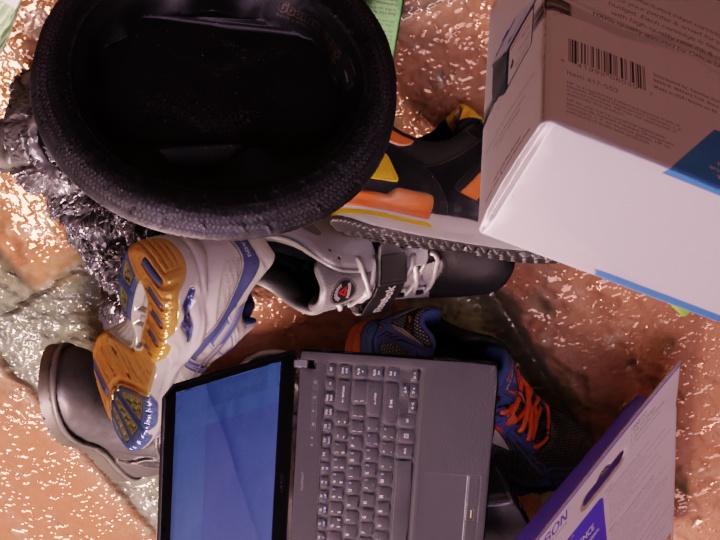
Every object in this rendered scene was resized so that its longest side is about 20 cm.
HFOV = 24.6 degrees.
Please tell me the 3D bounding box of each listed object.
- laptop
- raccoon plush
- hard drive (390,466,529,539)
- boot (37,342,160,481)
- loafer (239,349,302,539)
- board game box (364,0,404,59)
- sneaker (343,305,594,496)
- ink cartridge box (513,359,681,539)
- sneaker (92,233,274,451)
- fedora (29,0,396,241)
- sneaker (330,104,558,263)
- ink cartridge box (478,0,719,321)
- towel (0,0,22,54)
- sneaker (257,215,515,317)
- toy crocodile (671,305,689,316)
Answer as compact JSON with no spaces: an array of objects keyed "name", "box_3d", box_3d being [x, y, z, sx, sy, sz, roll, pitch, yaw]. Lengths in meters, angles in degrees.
[{"name":"laptop","box_3d":[-0.019,0.147,1.017,0.200,0.103,0.178,4,105,1]},{"name":"raccoon plush","box_3d":[-0.184,-0.032,1.042,0.134,0.097,0.200,24,128,-5]},{"name":"hard drive","box_3d":[0.062,0.202,1.163,0.135,0.042,0.200,-9,143,10]},{"name":"boot","box_3d":[-0.099,0.092,1.130,0.200,0.073,0.182,-4,156,17]},{"name":"loafer","box_3d":[-0.050,0.150,1.097,0.072,0.063,0.200,-4,120,-5]},{"name":"board game box","box_3d":[-0.076,-0.154,0.971,0.200,0.023,0.105,9,129,-2]},{"name":"sneaker","box_3d":[0.085,0.089,1.113,0.200,0.075,0.078,30,141,-23]},{"name":"ink cartridge box","box_3d":[0.152,0.181,1.119,0.043,0.198,0.200,24,140,30]},{"name":"sneaker","box_3d":[-0.104,0.043,1.003,0.088,0.075,0.200,-19,158,-30]},{"name":"fedora","box_3d":[-0.081,-0.092,0.931,0.200,0.201,0.092,8,161,-2]},{"name":"sneaker","box_3d":[0.080,-0.054,1.010,0.200,0.070,0.090,7,88,-25]},{"name":"ink cartridge box","box_3d":[0.147,-0.088,0.891,0.146,0.200,0.086,20,130,-11]},{"name":"towel","box_3d":[-0.295,-0.144,0.999,0.152,0.023,0.200,25,128,-15]},{"name":"sneaker","box_3d":[0.000,0.000,1.051,0.200,0.089,0.074,8,128,-4]},{"name":"toy crocodile","box_3d":[0.202,-0.015,1.009,0.067,0.062,0.200,-41,139,8]}]
